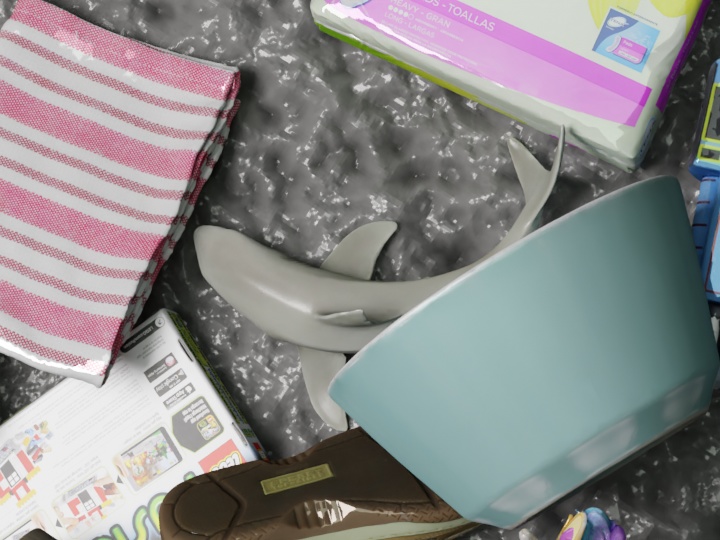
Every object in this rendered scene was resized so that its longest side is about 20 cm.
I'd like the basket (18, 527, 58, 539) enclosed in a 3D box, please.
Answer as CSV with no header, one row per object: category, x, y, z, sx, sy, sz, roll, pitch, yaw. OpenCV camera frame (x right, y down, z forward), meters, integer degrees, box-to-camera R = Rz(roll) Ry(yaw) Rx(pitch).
basket,-0.128,0.239,0.882,0.200,0.136,0.181,41,59,3

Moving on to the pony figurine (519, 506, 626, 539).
pony figurine,0.110,0.211,0.861,0.192,0.167,0.201,24,118,-23

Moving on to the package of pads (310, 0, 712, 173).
package of pads,0.090,-0.165,0.945,0.198,0.068,0.156,25,89,9

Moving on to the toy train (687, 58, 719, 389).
toy train,0.219,-0.019,0.908,0.113,0.087,0.203,12,88,18

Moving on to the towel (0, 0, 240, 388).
towel,-0.164,-0.049,0.955,0.145,0.030,0.202,19,65,9

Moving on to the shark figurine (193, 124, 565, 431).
shark figurine,0.021,0.008,0.930,0.212,0.089,0.130,-17,84,8

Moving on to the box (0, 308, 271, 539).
box,-0.156,0.123,0.968,0.199,0.035,0.111,-35,81,3

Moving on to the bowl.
bowl,0.095,0.051,0.854,0.200,0.201,0.106,-32,79,4

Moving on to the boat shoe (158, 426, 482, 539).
boat shoe,-0.007,0.132,0.935,0.197,0.077,0.072,-8,41,-7
